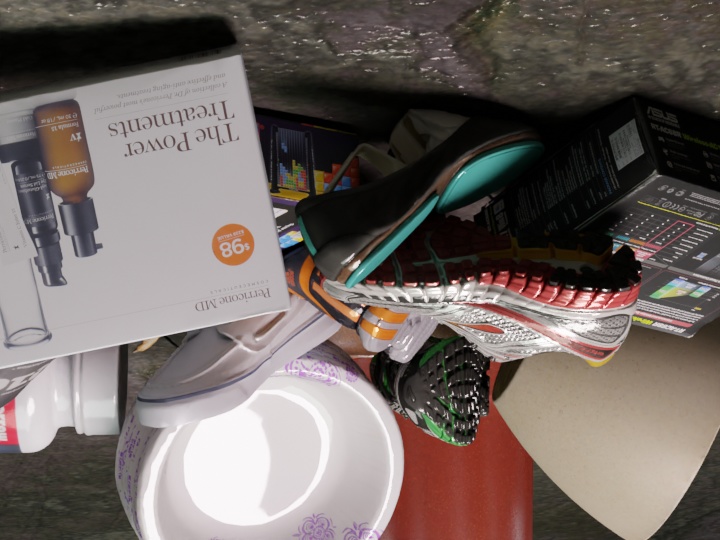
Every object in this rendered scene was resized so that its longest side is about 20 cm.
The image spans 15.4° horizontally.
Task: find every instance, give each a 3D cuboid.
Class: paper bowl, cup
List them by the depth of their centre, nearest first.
[{"bbox_3d":[-0.077,0.133,1.915,0.200,0.201,0.104,4,-158,-23],"label":"paper bowl"},{"bbox_3d":[0.182,0.083,1.982,0.143,0.201,0.200,25,158,-5],"label":"cup"}]

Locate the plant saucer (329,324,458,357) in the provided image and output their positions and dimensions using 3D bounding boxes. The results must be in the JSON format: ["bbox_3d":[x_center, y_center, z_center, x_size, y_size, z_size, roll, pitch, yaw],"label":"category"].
[{"bbox_3d":[0.026,0.021,1.963,0.200,0.037,0.200,-3,163,-1],"label":"plant saucer"}]

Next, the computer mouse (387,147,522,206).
[{"bbox_3d":[0.086,-0.054,1.752,0.059,0.034,0.200,-31,145,28],"label":"computer mouse"}]

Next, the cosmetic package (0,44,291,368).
[{"bbox_3d":[-0.150,-0.034,1.516,0.199,0.151,0.052,-12,-168,-1],"label":"cosmetic package"}]

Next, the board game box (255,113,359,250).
[{"bbox_3d":[-0.122,-0.046,1.690,0.165,0.057,0.200,11,158,-33],"label":"board game box"}]

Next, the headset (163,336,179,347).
[{"bbox_3d":[-0.116,0.077,2.008,0.094,0.124,0.200,10,154,26],"label":"headset"}]

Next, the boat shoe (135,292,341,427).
[{"bbox_3d":[-0.087,0.041,1.790,0.073,0.066,0.200,-1,-158,33],"label":"boat shoe"}]

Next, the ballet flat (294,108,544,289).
[{"bbox_3d":[0.034,-0.060,1.625,0.200,0.068,0.068,-33,166,-43],"label":"ballet flat"}]

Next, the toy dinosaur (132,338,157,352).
[{"bbox_3d":[-0.126,-0.001,1.845,0.199,0.106,0.061,-4,126,9],"label":"toy dinosaur"}]

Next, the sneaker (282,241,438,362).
[{"bbox_3d":[0.000,0.000,1.790,0.112,0.078,0.200,36,-179,13],"label":"sneaker"}]

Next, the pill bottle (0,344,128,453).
[{"bbox_3d":[-0.270,0.071,1.910,0.199,0.120,0.120,1,163,0],"label":"pill bottle"}]

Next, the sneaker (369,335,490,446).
[{"bbox_3d":[0.046,0.086,1.930,0.085,0.078,0.200,-1,180,8],"label":"sneaker"}]

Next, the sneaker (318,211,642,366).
[{"bbox_3d":[0.071,0.020,1.654,0.199,0.078,0.082,9,127,9],"label":"sneaker"}]

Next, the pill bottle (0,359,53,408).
[{"bbox_3d":[-0.241,0.027,1.655,0.113,0.113,0.200,5,157,-25],"label":"pill bottle"}]

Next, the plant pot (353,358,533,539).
[{"bbox_3d":[0.061,0.174,2.190,0.200,0.196,0.201,-3,162,-1],"label":"plant pot"}]

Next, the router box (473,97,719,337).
[{"bbox_3d":[0.196,-0.030,1.734,0.200,0.062,0.150,14,140,-42],"label":"router box"}]
